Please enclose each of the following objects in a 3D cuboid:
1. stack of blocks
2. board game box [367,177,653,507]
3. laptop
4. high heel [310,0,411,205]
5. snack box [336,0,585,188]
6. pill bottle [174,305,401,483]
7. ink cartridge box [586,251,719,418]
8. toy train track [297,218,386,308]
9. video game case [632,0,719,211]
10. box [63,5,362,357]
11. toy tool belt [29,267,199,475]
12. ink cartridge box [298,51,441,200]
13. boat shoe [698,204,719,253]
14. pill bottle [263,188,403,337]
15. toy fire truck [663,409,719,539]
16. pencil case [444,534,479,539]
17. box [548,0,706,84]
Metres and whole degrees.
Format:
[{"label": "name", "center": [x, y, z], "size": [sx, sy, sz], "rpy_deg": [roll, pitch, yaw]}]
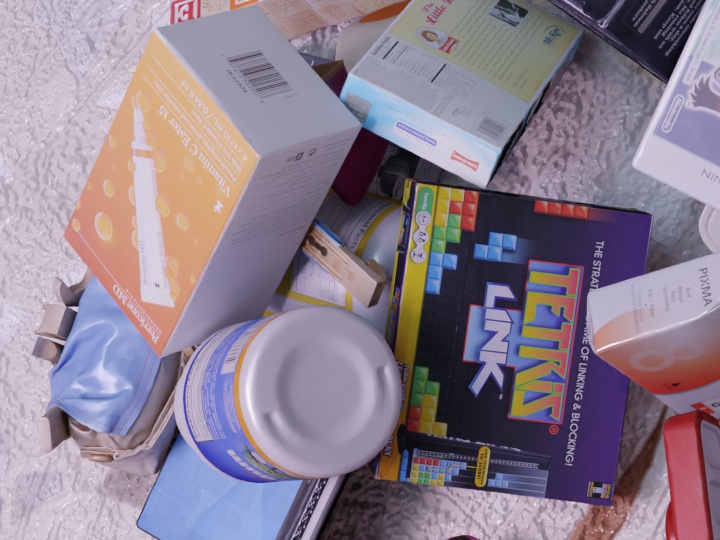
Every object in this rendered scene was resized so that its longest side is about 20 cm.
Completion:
[{"label": "stack of blocks", "center": [-0.049, -0.245, 1.860], "size": [0.199, 0.059, 0.116], "rpy_deg": [-16, 59, 27]}, {"label": "board game box", "center": [0.099, 0.048, 1.625], "size": [0.164, 0.057, 0.201], "rpy_deg": [7, 95, -6]}, {"label": "laptop", "center": [-0.075, 0.137, 1.747], "size": [0.115, 0.200, 0.188], "rpy_deg": [25, 90, -4]}, {"label": "high heel", "center": [0.019, -0.129, 1.758], "size": [0.067, 0.200, 0.096], "rpy_deg": [-9, 112, 28]}, {"label": "snack box", "center": [0.072, -0.139, 1.677], "size": [0.116, 0.200, 0.037], "rpy_deg": [27, 126, 7]}, {"label": "pill bottle", "center": [-0.058, 0.087, 1.630], "size": [0.200, 0.111, 0.113], "rpy_deg": [162, 119, -68]}, {"label": "ink cartridge box", "center": [0.267, 0.034, 1.541], "size": [0.199, 0.162, 0.050], "rpy_deg": [-15, 62, 28]}, {"label": "toy train track", "center": [-0.047, -0.046, 1.692], "size": [0.200, 0.032, 0.115], "rpy_deg": [42, 130, 28]}, {"label": "video game case", "center": [0.295, -0.117, 1.557], "size": [0.181, 0.023, 0.201], "rpy_deg": [27, 107, 13]}, {"label": "box", "center": [-0.104, -0.060, 1.648], "size": [0.125, 0.097, 0.200], "rpy_deg": [49, 134, 23]}, {"label": "toy tool belt", "center": [-0.185, 0.049, 1.832], "size": [0.124, 0.123, 0.201], "rpy_deg": [7, 80, 32]}, {"label": "ink cartridge box", "center": [-0.025, -0.108, 1.831], "size": [0.199, 0.039, 0.100], "rpy_deg": [15, 85, 34]}, {"label": "boat shoe", "center": [0.310, -0.080, 1.608], "size": [0.200, 0.060, 0.074], "rpy_deg": [-41, 102, 21]}, {"label": "pill bottle", "center": [0.000, 0.000, 1.741], "size": [0.199, 0.112, 0.113], "rpy_deg": [16, 85, 33]}, {"label": "toy fire truck", "center": [0.235, 0.199, 1.510], "size": [0.112, 0.168, 0.201], "rpy_deg": [-12, 70, 28]}, {"label": "pencil case", "center": [0.113, 0.251, 1.599], "size": [0.199, 0.093, 0.091], "rpy_deg": [23, 108, 44]}, {"label": "box", "center": [0.169, -0.225, 1.649], "size": [0.197, 0.200, 0.118], "rpy_deg": [40, 97, 32]}]
